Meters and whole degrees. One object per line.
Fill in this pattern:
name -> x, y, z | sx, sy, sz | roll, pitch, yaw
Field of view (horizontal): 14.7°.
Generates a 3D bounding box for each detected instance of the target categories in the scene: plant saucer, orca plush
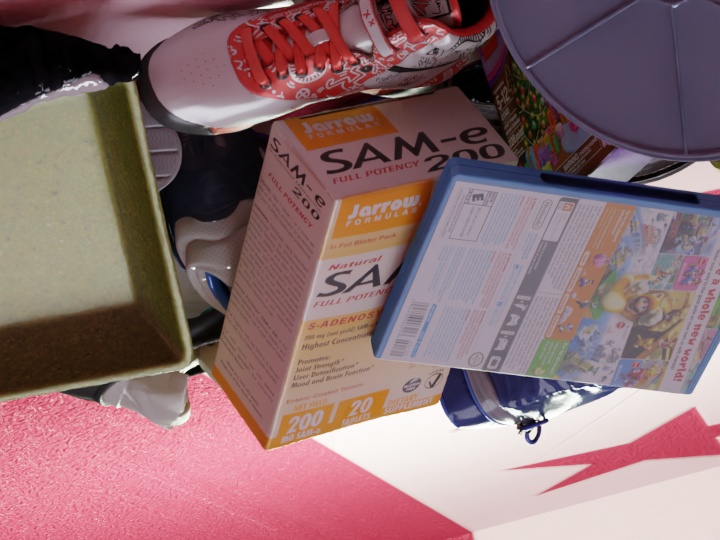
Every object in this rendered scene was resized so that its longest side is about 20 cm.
plant saucer -> -0.208, -0.021, 1.555 | 0.200, 0.048, 0.200 | -10, 123, -1
orca plush -> -0.214, -0.102, 1.438 | 0.200, 0.105, 0.071 | -6, 133, 3

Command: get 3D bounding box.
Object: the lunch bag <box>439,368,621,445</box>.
lunch bag -> 0.104, 0.023, 1.950 | 0.132, 0.200, 0.136 | -17, 171, 23

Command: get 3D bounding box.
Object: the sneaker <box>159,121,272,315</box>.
sneaker -> -0.077, -0.023, 1.709 | 0.081, 0.147, 0.200 | -14, 166, 3

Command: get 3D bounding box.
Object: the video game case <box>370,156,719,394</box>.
video game case -> 0.121, 0.006, 1.569 | 0.200, 0.018, 0.143 | 7, 131, -18

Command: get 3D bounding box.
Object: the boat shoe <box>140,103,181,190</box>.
boat shoe -> -0.205, -0.067, 1.611 | 0.200, 0.072, 0.071 | 0, 172, -7

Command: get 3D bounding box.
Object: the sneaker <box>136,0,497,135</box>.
sneaker -> -0.017, -0.130, 1.521 | 0.201, 0.067, 0.108 | -9, 165, -31

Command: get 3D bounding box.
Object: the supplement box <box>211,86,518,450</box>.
supplement box -> 0.000, 0.000, 1.602 | 0.126, 0.074, 0.200 | -14, 139, -30

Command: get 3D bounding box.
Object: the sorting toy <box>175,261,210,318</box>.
sorting toy -> -0.186, 0.005, 1.841 | 0.200, 0.107, 0.180 | 4, 180, -32

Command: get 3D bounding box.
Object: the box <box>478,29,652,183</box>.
box -> 0.125, -0.119, 1.545 | 0.039, 0.137, 0.200 | -10, 165, -20

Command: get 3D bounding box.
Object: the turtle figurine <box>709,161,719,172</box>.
turtle figurine -> 0.190, -0.109, 1.607 | 0.064, 0.200, 0.161 | -21, -167, -19

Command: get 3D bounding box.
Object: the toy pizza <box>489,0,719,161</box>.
toy pizza -> 0.158, -0.150, 1.393 | 0.200, 0.200, 0.032 | -22, -167, 31

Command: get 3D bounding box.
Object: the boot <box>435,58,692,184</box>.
boot -> 0.145, -0.104, 1.765 | 0.200, 0.069, 0.174 | -11, 166, -3

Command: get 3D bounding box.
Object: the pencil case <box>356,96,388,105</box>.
pencil case -> 0.000, -0.048, 1.823 | 0.087, 0.078, 0.200 | 14, 160, -13

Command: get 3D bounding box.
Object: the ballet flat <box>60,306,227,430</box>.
ballet flat -> -0.101, 0.054, 1.723 | 0.200, 0.068, 0.068 | -18, 160, -8
